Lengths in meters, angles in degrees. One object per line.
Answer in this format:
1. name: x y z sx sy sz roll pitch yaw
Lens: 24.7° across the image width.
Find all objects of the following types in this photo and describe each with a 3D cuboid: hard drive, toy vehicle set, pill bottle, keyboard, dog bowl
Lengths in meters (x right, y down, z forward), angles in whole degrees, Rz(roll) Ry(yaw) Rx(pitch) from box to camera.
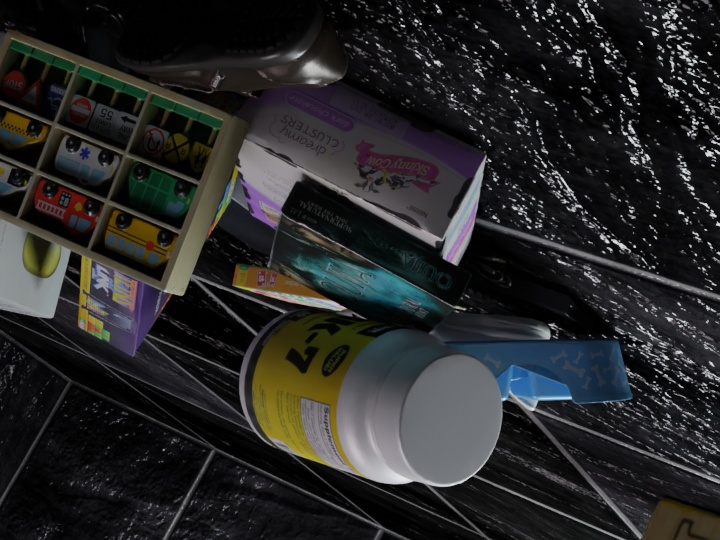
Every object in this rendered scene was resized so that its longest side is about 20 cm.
1. hard drive: -0.094 -0.058 1.449 0.200 0.042 0.135 36 165 -25
2. toy vehicle set: -0.182 -0.076 1.121 0.199 0.125 0.026 22 -178 26
3. pill bottle: 0.006 0.094 1.218 0.114 0.115 0.199 38 163 -33
4. keyboard: 0.089 0.005 1.338 0.199 0.021 0.127 19 167 35
5. dog bowl: 0.120 0.081 1.322 0.199 0.050 0.111 0 178 -10

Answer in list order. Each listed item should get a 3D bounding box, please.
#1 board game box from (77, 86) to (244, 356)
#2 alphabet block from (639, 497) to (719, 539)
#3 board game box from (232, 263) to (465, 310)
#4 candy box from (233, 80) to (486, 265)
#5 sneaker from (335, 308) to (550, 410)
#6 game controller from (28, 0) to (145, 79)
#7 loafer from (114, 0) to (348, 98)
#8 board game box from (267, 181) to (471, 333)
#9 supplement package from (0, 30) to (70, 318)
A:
1. board game box: -0.149 -0.047 1.256 0.056 0.166 0.200 27 154 2
2. alphabet block: 0.391 0.387 1.747 0.196 0.201 0.195 14 161 49
3. board game box: -0.010 0.023 1.503 0.199 0.030 0.095 5 173 33
4. candy box: -0.001 -0.060 1.186 0.167 0.072 0.200 28 167 7
5. sneaker: 0.059 0.080 1.405 0.199 0.089 0.075 4 168 10
6. game controller: -0.207 -0.189 1.236 0.104 0.042 0.200 43 167 3
7. loafer: -0.085 -0.139 1.061 0.199 0.073 0.071 14 159 48
8. board game box: 0.000 0.000 1.187 0.135 0.028 0.200 28 168 0
9. supplement package: -0.308 -0.077 1.283 0.146 0.193 0.200 13 174 6
